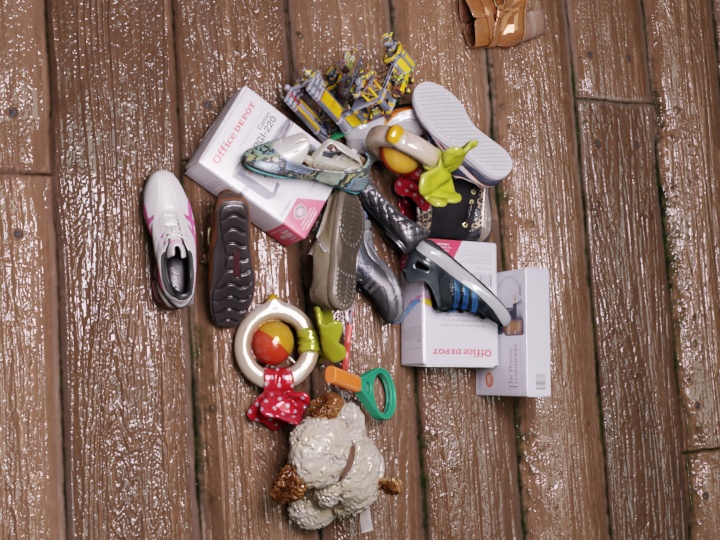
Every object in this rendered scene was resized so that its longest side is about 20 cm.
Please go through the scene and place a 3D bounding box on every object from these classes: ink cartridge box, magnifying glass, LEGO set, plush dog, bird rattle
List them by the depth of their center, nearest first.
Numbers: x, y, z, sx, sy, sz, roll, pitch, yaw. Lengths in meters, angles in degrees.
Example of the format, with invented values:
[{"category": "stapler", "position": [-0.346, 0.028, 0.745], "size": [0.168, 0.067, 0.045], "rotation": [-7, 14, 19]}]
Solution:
[{"category": "plush dog", "position": [-0.041, 0.276, 1.382], "size": [0.171, 0.159, 0.203], "rotation": [39, 69, -43]}, {"category": "bird rattle", "position": [0.082, -0.170, 1.433], "size": [0.162, 0.200, 0.114], "rotation": [32, 89, -20]}, {"category": "bird rattle", "position": [-0.116, 0.130, 1.436], "size": [0.162, 0.113, 0.201], "rotation": [39, 87, 0]}, {"category": "ink cartridge box", "position": [-0.142, -0.155, 1.442], "size": [0.199, 0.085, 0.147], "rotation": [35, 70, -17]}, {"category": "LEGO set", "position": [-0.024, -0.291, 1.443], "size": [0.116, 0.198, 0.155], "rotation": [43, 59, -30]}, {"category": "magnifying glass", "position": [0.003, 0.177, 1.453], "size": [0.200, 0.022, 0.081], "rotation": [33, 52, -58]}, {"category": "ink cartridge box", "position": [0.143, 0.056, 1.558], "size": [0.145, 0.085, 0.204], "rotation": [4, 83, -25]}]

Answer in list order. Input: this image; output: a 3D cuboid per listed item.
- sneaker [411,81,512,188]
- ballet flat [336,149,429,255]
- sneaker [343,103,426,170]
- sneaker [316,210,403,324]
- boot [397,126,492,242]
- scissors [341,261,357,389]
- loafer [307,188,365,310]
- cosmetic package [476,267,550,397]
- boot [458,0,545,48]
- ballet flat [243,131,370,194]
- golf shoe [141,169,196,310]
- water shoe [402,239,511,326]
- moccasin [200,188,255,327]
[{"category": "sneaker", "position": [0.149, -0.207, 1.529], "size": [0.200, 0.079, 0.078], "rotation": [47, 65, 3]}, {"category": "ballet flat", "position": [0.029, -0.112, 1.504], "size": [0.057, 0.066, 0.201], "rotation": [-39, 88, -8]}, {"category": "sneaker", "position": [0.058, -0.216, 1.563], "size": [0.197, 0.075, 0.094], "rotation": [-19, 109, -25]}, {"category": "sneaker", "position": [0.000, 0.000, 1.508], "size": [0.081, 0.073, 0.202], "rotation": [-26, 86, -22]}, {"category": "boot", "position": [0.138, -0.142, 1.587], "size": [0.148, 0.073, 0.204], "rotation": [-4, 90, -25]}, {"category": "scissors", "position": [-0.015, 0.079, 1.456], "size": [0.014, 0.073, 0.204], "rotation": [8, 106, 2]}, {"category": "loafer", "position": [-0.042, -0.036, 1.427], "size": [0.076, 0.066, 0.203], "rotation": [42, 47, -48]}, {"category": "cosmetic package", "position": [0.247, 0.104, 1.568], "size": [0.051, 0.150, 0.204], "rotation": [3, 83, -23]}, {"category": "boot", "position": [0.233, -0.488, 1.676], "size": [0.153, 0.076, 0.204], "rotation": [-15, 98, -23]}, {"category": "ballet flat", "position": [-0.072, -0.166, 1.389], "size": [0.197, 0.074, 0.076], "rotation": [8, 81, -30]}, {"category": "golf shoe", "position": [-0.264, -0.047, 1.367], "size": [0.071, 0.092, 0.204], "rotation": [-8, 87, -25]}, {"category": "water shoe", "position": [0.147, 0.035, 1.491], "size": [0.199, 0.072, 0.079], "rotation": [40, 96, -17]}, {"category": "moccasin", "position": [-0.195, -0.016, 1.396], "size": [0.072, 0.078, 0.205], "rotation": [-8, 111, -15]}]
